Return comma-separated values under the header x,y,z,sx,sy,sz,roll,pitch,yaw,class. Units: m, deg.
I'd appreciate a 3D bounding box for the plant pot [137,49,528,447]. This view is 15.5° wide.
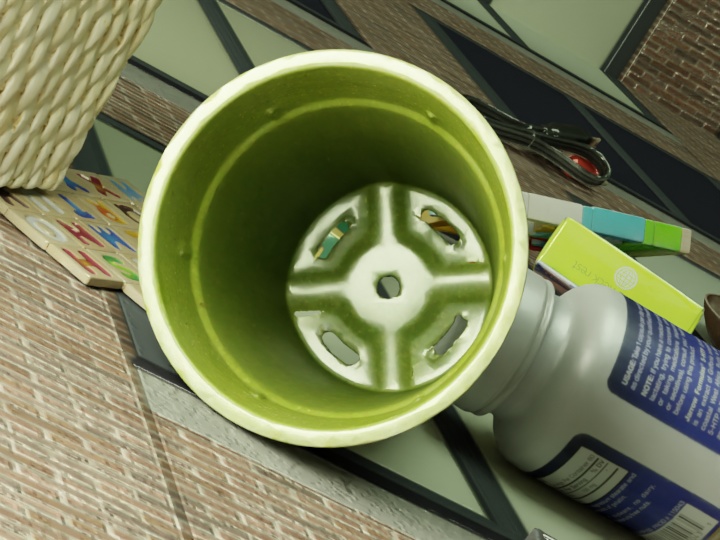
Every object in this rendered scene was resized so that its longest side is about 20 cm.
x,y,z,sx,sy,sz,roll,pitch,yaw,class
0.000,0.000,1.408,0.200,0.200,0.190,35,-1,12,plant pot

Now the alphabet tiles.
x,y,z,sx,sy,sz,roll,pitch,yaw,class
-0.131,-0.015,1.491,0.167,0.008,0.200,39,13,25,alphabet tiles

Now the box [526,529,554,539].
x,y,z,sx,sy,sz,roll,pitch,yaw,class
0.154,0.210,1.183,0.200,0.050,0.158,31,13,-10,box

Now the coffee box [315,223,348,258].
x,y,z,sx,sy,sz,roll,pitch,yaw,class
-0.050,-0.045,1.723,0.123,0.044,0.200,34,12,8,coffee box

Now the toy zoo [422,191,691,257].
x,y,z,sx,sy,sz,roll,pitch,yaw,class
0.133,-0.035,1.994,0.199,0.021,0.131,11,-8,-33,toy zoo

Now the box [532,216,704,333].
x,y,z,sx,sy,sz,roll,pitch,yaw,class
0.184,0.020,1.930,0.122,0.048,0.200,34,-4,5,box

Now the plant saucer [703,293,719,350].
x,y,z,sx,sy,sz,roll,pitch,yaw,class
0.376,0.088,2.299,0.200,0.032,0.200,31,11,-7,plant saucer

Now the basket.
x,y,z,sx,sy,sz,roll,pitch,yaw,class
-0.214,-0.164,1.402,0.161,0.200,0.198,35,13,18,basket

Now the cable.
x,y,z,sx,sy,sz,roll,pitch,yaw,class
0.175,-0.122,2.649,0.199,0.050,0.097,7,42,-37,cable

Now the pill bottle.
x,y,z,sx,sy,sz,roll,pitch,yaw,class
0.146,0.078,1.551,0.200,0.120,0.120,30,12,-14,pill bottle
